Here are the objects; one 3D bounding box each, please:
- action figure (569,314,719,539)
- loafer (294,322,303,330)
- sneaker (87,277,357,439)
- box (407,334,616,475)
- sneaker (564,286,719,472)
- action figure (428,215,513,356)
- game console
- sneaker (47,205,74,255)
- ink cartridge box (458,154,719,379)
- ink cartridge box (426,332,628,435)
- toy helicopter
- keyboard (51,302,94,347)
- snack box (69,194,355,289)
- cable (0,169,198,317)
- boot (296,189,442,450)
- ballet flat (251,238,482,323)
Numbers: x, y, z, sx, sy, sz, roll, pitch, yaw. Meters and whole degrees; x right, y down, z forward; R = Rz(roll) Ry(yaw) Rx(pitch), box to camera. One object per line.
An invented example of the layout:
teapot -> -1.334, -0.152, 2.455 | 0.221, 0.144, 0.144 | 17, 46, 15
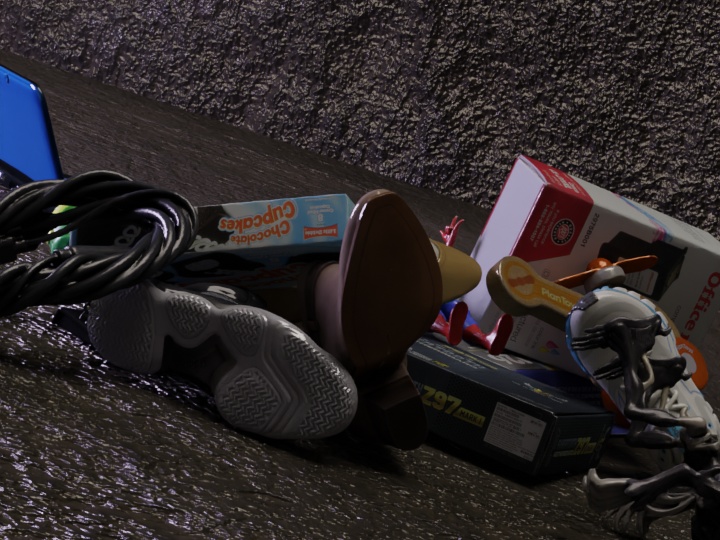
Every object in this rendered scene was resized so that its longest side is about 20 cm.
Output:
action figure -> 0.196, 0.135, 1.292 | 0.119, 0.102, 0.201 | 58, 10, -59
loafer -> -0.037, 0.027, 1.627 | 0.067, 0.077, 0.200 | 6, 12, -1
sneaker -> -0.073, 0.052, 1.321 | 0.199, 0.076, 0.114 | 21, 10, 24
box -> 0.074, 0.091, 1.483 | 0.199, 0.051, 0.158 | 23, 5, 23
sneaker -> 0.227, 0.097, 1.508 | 0.200, 0.075, 0.087 | 51, 8, -23
action figure -> 0.064, 0.001, 1.636 | 0.065, 0.100, 0.200 | 17, 1, -25
game console -> -0.284, -0.120, 1.908 | 0.170, 0.119, 0.200 | 13, 10, -35
sneaker -> -0.149, 0.007, 1.543 | 0.199, 0.074, 0.084 | 16, 22, -7
ink cartridge box -> 0.199, 0.011, 1.697 | 0.199, 0.146, 0.083 | 20, 13, -20
ink cartridge box -> 0.128, 0.085, 1.706 | 0.199, 0.047, 0.197 | 20, 7, 29
toy helicopter -> 0.181, 0.031, 1.589 | 0.199, 0.079, 0.133 | 24, 49, -29
keyboard -> -0.136, 0.045, 1.449 | 0.199, 0.021, 0.127 | 12, 10, -47
snack box -> -0.092, -0.015, 1.420 | 0.199, 0.037, 0.116 | -5, -14, 12
cable -> -0.202, -0.018, 1.307 | 0.199, 0.051, 0.163 | -11, 19, -10
boot -> -0.004, 0.023, 1.319 | 0.070, 0.201, 0.146 | -12, 24, -18
ballet flat -> 0.000, 0.000, 1.514 | 0.199, 0.063, 0.069 | -11, 39, -15
